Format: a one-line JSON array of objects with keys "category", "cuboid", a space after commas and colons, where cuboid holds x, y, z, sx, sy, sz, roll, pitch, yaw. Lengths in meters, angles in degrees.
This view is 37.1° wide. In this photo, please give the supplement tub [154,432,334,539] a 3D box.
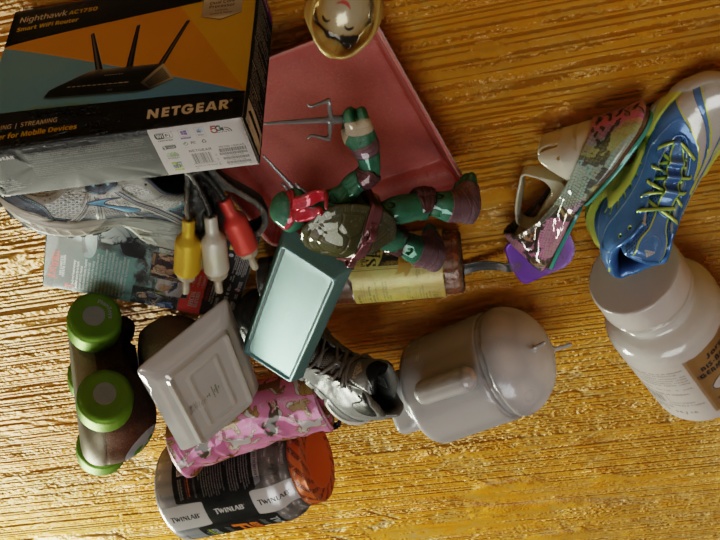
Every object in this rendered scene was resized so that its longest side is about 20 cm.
[{"category": "supplement tub", "cuboid": [-0.138, 0.248, 1.291, 0.197, 0.124, 0.123, -16, 139, 21]}]

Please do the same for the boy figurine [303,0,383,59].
[{"category": "boy figurine", "cuboid": [0.006, -0.232, 0.707, 0.122, 0.065, 0.201, 16, 130, -18]}]

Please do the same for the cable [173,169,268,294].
[{"category": "cable", "cuboid": [-0.125, -0.067, 0.881, 0.096, 0.051, 0.202, -21, 137, -12]}]

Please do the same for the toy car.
[{"category": "toy car", "cuboid": [-0.199, 0.111, 1.110, 0.196, 0.160, 0.165, -6, 154, -18]}]

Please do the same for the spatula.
[{"category": "spatula", "cuboid": [0.112, 0.000, 1.046, 0.197, 0.021, 0.057, -16, 127, 24]}]

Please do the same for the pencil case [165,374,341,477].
[{"category": "pencil case", "cuboid": [-0.122, 0.167, 1.198, 0.197, 0.083, 0.087, -19, 118, 10]}]

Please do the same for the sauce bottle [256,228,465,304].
[{"category": "sauce bottle", "cuboid": [0.000, 0.000, 1.015, 0.196, 0.067, 0.066, -6, 142, 6]}]

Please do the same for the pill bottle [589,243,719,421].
[{"category": "pill bottle", "cuboid": [0.301, 0.053, 1.034, 0.113, 0.116, 0.200, -21, 137, 26]}]

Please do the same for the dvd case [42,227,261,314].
[{"category": "dvd case", "cuboid": [-0.204, -0.016, 1.038, 0.196, 0.022, 0.147, 10, 141, -12]}]

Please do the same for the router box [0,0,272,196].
[{"category": "router box", "cuboid": [-0.167, -0.136, 0.778, 0.196, 0.151, 0.051, -6, 143, 9]}]

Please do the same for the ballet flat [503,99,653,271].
[{"category": "ballet flat", "cuboid": [0.174, -0.077, 0.921, 0.070, 0.070, 0.201, 28, 140, 2]}]

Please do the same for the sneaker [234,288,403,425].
[{"category": "sneaker", "cuboid": [-0.028, 0.084, 1.072, 0.199, 0.076, 0.115, 40, 157, -25]}]

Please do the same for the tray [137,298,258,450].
[{"category": "tray", "cuboid": [-0.149, 0.112, 1.051, 0.107, 0.022, 0.201, -38, 154, -17]}]

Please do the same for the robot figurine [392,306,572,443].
[{"category": "robot figurine", "cuboid": [0.119, 0.108, 1.110, 0.198, 0.115, 0.169, -24, 176, 29]}]

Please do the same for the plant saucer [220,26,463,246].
[{"category": "plant saucer", "cuboid": [-0.035, -0.115, 0.894, 0.197, 0.037, 0.201, -15, 138, 21]}]

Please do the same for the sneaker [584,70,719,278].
[{"category": "sneaker", "cuboid": [0.258, -0.066, 0.890, 0.074, 0.106, 0.201, 11, 142, -13]}]

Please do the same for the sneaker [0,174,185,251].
[{"category": "sneaker", "cuboid": [-0.214, -0.080, 0.925, 0.196, 0.078, 0.087, 6, 137, -21]}]

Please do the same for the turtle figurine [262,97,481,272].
[{"category": "turtle figurine", "cuboid": [-0.007, -0.053, 0.868, 0.197, 0.102, 0.149, 11, 153, -28]}]

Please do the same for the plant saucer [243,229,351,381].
[{"category": "plant saucer", "cuboid": [-0.064, 0.039, 0.977, 0.069, 0.019, 0.201, 32, 143, 5]}]
